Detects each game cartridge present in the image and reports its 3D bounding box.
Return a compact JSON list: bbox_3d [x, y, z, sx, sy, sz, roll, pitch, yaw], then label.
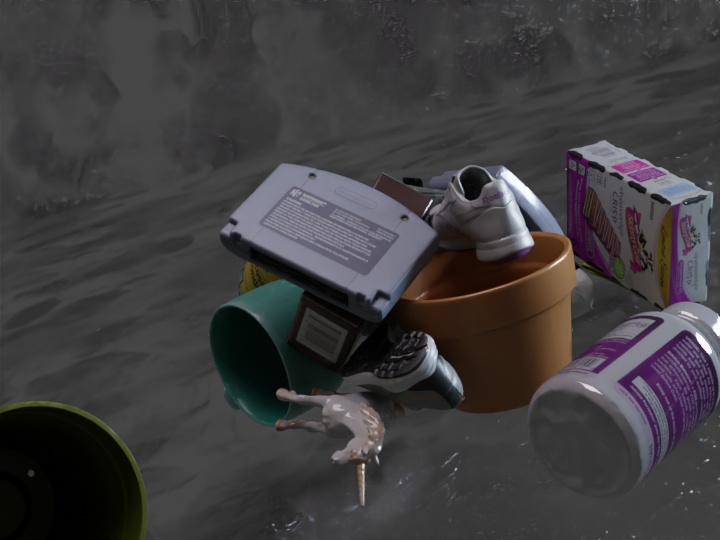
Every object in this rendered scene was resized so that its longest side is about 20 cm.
[{"bbox_3d":[-0.027,-0.036,1.224,0.199,0.042,0.133,26,50,22],"label":"game cartridge"},{"bbox_3d":[0.190,-0.056,1.549,0.132,0.200,0.042,2,54,47],"label":"game cartridge"}]

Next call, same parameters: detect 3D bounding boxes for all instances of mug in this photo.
[{"bbox_3d":[-0.095,0.088,1.384,0.114,0.154,0.184,-26,17,-35],"label":"mug"}]

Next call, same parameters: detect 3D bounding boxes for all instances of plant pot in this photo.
[{"bbox_3d":[0.141,0.058,1.255,0.198,0.141,0.200,-16,15,4],"label":"plant pot"},{"bbox_3d":[-0.320,0.226,1.100,0.199,0.202,0.192,-24,4,-28],"label":"plant pot"}]

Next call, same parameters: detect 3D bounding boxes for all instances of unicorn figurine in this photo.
[{"bbox_3d":[-0.015,0.152,1.201,0.136,0.075,0.200,4,17,27],"label":"unicorn figurine"}]

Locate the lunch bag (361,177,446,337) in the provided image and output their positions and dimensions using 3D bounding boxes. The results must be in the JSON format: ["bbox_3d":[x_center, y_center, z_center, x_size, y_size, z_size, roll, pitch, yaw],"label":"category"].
[{"bbox_3d":[0.050,-0.015,1.493,0.138,0.202,0.168,-1,6,-19],"label":"lunch bag"}]

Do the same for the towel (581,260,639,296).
[{"bbox_3d":[0.361,-0.025,1.502,0.086,0.018,0.199,23,36,30],"label":"towel"}]

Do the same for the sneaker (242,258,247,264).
[{"bbox_3d":[-0.080,0.025,1.639,0.080,0.199,0.087,-50,41,19],"label":"sneaker"}]

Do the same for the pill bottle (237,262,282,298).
[{"bbox_3d":[-0.072,-0.009,1.460,0.111,0.113,0.200,-26,-12,-33],"label":"pill bottle"}]

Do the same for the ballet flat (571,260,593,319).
[{"bbox_3d":[0.246,0.020,1.435,0.068,0.069,0.200,-1,17,9],"label":"ballet flat"}]

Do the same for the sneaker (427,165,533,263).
[{"bbox_3d":[0.122,-0.068,1.265,0.074,0.101,0.200,-22,14,-15],"label":"sneaker"}]

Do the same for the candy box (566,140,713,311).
[{"bbox_3d":[0.318,-0.055,1.382,0.060,0.138,0.200,-17,28,-21],"label":"candy box"}]

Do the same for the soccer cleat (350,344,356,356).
[{"bbox_3d":[-0.038,0.065,1.542,0.064,0.085,0.200,-13,15,10],"label":"soccer cleat"}]

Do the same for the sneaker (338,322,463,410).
[{"bbox_3d":[0.039,0.106,1.202,0.074,0.079,0.200,-49,16,-11],"label":"sneaker"}]

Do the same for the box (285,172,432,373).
[{"bbox_3d":[0.000,0.000,1.297,0.201,0.074,0.100,-56,-7,-37],"label":"box"}]

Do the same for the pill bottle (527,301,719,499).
[{"bbox_3d":[0.242,0.104,1.028,0.112,0.113,0.199,-1,21,47],"label":"pill bottle"}]
